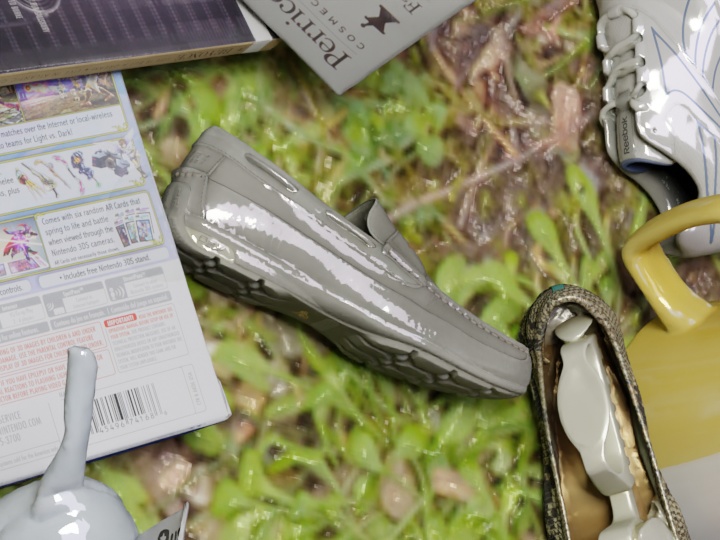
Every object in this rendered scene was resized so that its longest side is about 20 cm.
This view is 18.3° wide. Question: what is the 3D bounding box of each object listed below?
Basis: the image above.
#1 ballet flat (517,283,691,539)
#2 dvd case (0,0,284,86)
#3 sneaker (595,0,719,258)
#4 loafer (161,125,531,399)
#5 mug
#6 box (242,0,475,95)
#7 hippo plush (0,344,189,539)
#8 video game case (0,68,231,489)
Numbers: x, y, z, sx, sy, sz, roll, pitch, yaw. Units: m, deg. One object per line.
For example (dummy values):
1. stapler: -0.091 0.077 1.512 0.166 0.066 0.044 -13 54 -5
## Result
1. ballet flat: 0.118 0.103 1.084 0.068 0.075 0.200 -15 84 5
2. dvd case: -0.138 -0.153 0.988 0.200 0.016 0.149 -14 72 -45
3. sneaker: 0.162 -0.100 1.172 0.087 0.074 0.200 -26 91 -30
4. loafer: 0.000 0.000 1.042 0.200 0.070 0.070 29 72 -22
5. mug: 0.213 0.066 1.109 0.186 0.153 0.150 29 64 -23
6. box: -0.003 -0.229 1.042 0.199 0.131 0.200 43 46 -15
7. hippo plush: -0.146 0.163 0.844 0.161 0.200 0.159 -26 72 -26
8. video game case: -0.172 0.004 0.945 0.200 0.045 0.182 -14 85 -35
